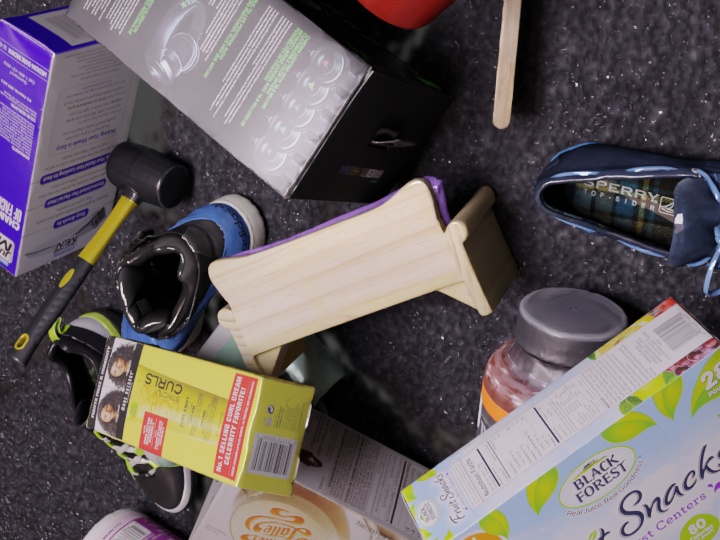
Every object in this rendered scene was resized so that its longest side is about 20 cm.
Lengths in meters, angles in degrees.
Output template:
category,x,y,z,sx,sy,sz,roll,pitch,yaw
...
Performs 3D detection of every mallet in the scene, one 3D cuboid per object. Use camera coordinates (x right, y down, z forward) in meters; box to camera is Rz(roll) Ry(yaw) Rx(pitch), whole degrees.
category,x,y,z,sx,sy,sz,roll,pitch,yaw
mallet,-0.218,-0.017,0.933,0.065,0.201,0.041,31,166,32

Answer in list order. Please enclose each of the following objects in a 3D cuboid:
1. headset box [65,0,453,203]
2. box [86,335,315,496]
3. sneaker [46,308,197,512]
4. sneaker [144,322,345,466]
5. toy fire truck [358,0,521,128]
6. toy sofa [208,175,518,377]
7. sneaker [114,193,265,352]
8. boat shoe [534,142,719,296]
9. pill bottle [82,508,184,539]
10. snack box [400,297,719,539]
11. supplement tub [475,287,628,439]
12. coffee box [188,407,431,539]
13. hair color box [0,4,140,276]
category,x,y,z,sx,sy,sz,roll,pitch,yaw
headset box,-0.052,-0.129,0.752,0.199,0.174,0.093,40,104,15
box,-0.116,0.097,0.821,0.198,0.050,0.077,10,84,48
sneaker,-0.218,0.132,1.041,0.071,0.083,0.202,-24,94,38
sneaker,-0.093,0.119,0.949,0.118,0.074,0.201,44,120,10
toy fire truck,0.052,-0.179,0.685,0.200,0.177,0.128,47,128,-10
toy sofa,0.000,0.000,0.815,0.198,0.083,0.099,-21,99,26
sneaker,-0.163,0.024,0.941,0.077,0.111,0.200,52,128,5
boat shoe,0.196,-0.024,0.703,0.197,0.068,0.086,8,113,32
pill bottle,-0.160,0.307,1.055,0.198,0.112,0.114,26,122,23
snack box,0.150,0.143,0.704,0.199,0.068,0.170,-35,118,0
supplement tub,0.127,0.116,0.784,0.106,0.107,0.203,17,117,27
coffee box,-0.013,0.190,0.883,0.198,0.080,0.115,29,125,-6
hair color box,-0.241,-0.106,0.944,0.064,0.109,0.202,31,123,20
